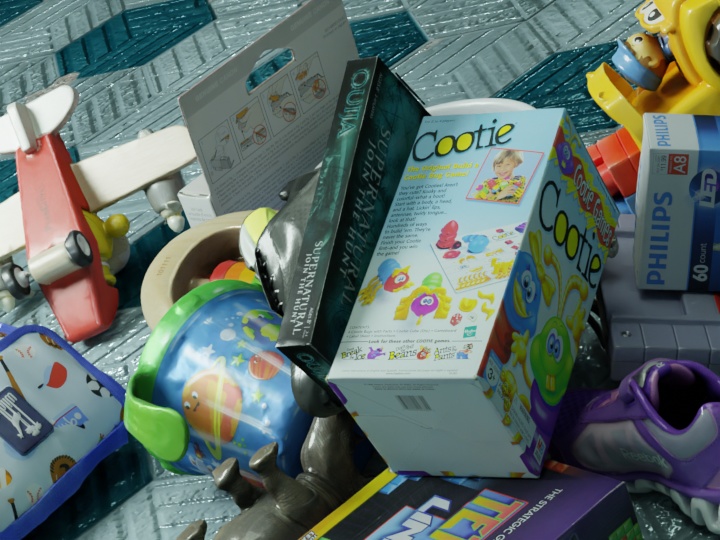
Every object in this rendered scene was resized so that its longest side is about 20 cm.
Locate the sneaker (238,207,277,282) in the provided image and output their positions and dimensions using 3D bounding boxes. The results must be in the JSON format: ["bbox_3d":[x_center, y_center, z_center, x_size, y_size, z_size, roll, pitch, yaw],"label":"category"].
[{"bbox_3d":[0.000,0.000,1.589,0.200,0.078,0.091,35,97,35],"label":"sneaker"}]

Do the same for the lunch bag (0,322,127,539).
[{"bbox_3d":[-0.281,0.119,1.663,0.199,0.125,0.170,16,41,31],"label":"lunch bag"}]

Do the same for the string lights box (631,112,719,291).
[{"bbox_3d":[0.278,-0.042,1.517,0.198,0.104,0.059,1,28,1],"label":"string lights box"}]

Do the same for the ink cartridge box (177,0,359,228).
[{"bbox_3d":[-0.066,-0.107,1.879,0.044,0.177,0.200,6,35,43],"label":"ink cartridge box"}]

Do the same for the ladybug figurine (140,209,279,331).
[{"bbox_3d":[-0.068,0.024,1.720,0.199,0.072,0.136,11,61,36],"label":"ladybug figurine"}]

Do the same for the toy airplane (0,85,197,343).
[{"bbox_3d":[-0.240,-0.047,1.932,0.199,0.141,0.200,18,76,34],"label":"toy airplane"}]

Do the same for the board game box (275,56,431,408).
[{"bbox_3d":[0.014,-0.012,1.463,0.028,0.135,0.202,-4,60,33],"label":"board game box"}]

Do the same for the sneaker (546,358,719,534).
[{"bbox_3d":[0.177,0.089,1.416,0.080,0.089,0.199,-37,27,-26],"label":"sneaker"}]

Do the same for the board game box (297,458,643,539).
[{"bbox_3d":[0.040,0.180,1.375,0.200,0.057,0.165,-36,29,-30],"label":"board game box"}]

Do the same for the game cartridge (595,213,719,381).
[{"bbox_3d":[0.220,0.014,1.554,0.128,0.039,0.200,-2,26,1],"label":"game cartridge"}]

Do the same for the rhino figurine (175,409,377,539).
[{"bbox_3d":[-0.051,0.151,1.452,0.060,0.088,0.200,-12,27,52],"label":"rhino figurine"}]

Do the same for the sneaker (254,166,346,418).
[{"bbox_3d":[-0.030,0.012,1.512,0.090,0.066,0.201,-14,50,30],"label":"sneaker"}]

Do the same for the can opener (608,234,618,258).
[{"bbox_3d":[0.118,0.023,1.513,0.078,0.063,0.201,-10,48,28],"label":"can opener"}]

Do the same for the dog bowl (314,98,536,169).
[{"bbox_3d":[0.058,-0.050,1.790,0.198,0.079,0.201,-16,26,8],"label":"dog bowl"}]

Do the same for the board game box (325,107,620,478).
[{"bbox_3d":[0.072,0.013,1.426,0.104,0.103,0.201,-1,52,31],"label":"board game box"}]

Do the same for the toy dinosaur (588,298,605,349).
[{"bbox_3d":[0.074,0.013,1.580,0.105,0.200,0.182,-44,31,12],"label":"toy dinosaur"}]

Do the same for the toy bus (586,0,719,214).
[{"bbox_3d":[0.225,-0.114,1.670,0.191,0.201,0.136,-25,22,8],"label":"toy bus"}]

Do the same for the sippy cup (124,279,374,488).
[{"bbox_3d":[-0.060,0.089,1.556,0.130,0.140,0.178,23,59,40],"label":"sippy cup"}]
